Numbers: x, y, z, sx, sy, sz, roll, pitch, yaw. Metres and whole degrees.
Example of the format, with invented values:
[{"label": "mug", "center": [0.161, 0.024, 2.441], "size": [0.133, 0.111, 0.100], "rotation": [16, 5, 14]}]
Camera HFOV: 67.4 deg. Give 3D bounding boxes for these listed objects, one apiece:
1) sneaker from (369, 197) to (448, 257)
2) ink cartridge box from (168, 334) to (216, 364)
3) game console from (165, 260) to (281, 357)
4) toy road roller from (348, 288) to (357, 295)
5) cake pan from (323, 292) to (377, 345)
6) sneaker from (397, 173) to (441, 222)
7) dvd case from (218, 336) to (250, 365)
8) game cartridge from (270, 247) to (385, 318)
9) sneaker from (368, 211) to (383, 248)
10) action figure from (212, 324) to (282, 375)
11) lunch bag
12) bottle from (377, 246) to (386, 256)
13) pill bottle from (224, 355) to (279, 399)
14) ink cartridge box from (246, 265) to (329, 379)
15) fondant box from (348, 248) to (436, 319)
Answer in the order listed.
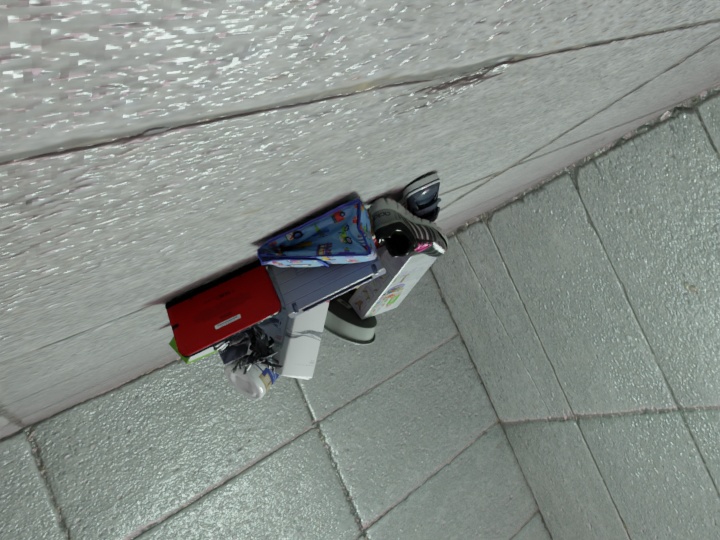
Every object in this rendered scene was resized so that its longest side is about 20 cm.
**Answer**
[{"label": "sneaker", "center": [0.093, -0.057, 1.032], "size": [0.198, 0.089, 0.073], "rotation": [27, 144, -36]}, {"label": "ink cartridge box", "center": [-0.363, 0.119, 1.343], "size": [0.202, 0.075, 0.147], "rotation": [-55, 165, 21]}, {"label": "game console", "center": [-0.255, 0.074, 1.035], "size": [0.197, 0.174, 0.120], "rotation": [-25, 150, -9]}, {"label": "toy road roller", "center": [-0.023, -0.014, 1.366], "size": [0.147, 0.122, 0.200], "rotation": [-54, 175, 25]}, {"label": "cake pan", "center": [-0.044, 0.090, 1.208], "size": [0.037, 0.198, 0.200], "rotation": [-59, 166, 16]}, {"label": "sneaker", "center": [0.124, -0.129, 1.075], "size": [0.077, 0.081, 0.200], "rotation": [-24, 175, -7]}, {"label": "dvd case", "center": [-0.236, 0.095, 1.187], "size": [0.197, 0.151, 0.016], "rotation": [-24, 171, -18]}, {"label": "game cartridge", "center": [-0.065, -0.011, 1.009], "size": [0.197, 0.132, 0.039], "rotation": [-25, 154, 2]}, {"label": "sneaker", "center": [-0.020, -0.058, 1.136], "size": [0.198, 0.072, 0.112], "rotation": [-29, 173, 23]}, {"label": "action figure", "center": [-0.224, 0.142, 1.033], "size": [0.101, 0.120, 0.199], "rotation": [-35, -143, -17]}, {"label": "lunch bag", "center": [-0.079, -0.045, 0.913], "size": [0.195, 0.096, 0.151], "rotation": [-13, 178, 6]}, {"label": "bottle", "center": [0.060, -0.044, 1.242], "size": [0.083, 0.065, 0.203], "rotation": [-32, 150, -49]}, {"label": "pill bottle", "center": [-0.213, 0.186, 1.246], "size": [0.110, 0.111, 0.201], "rotation": [-28, -161, 49]}, {"label": "ink cartridge box", "center": [-0.145, 0.102, 1.103], "size": [0.082, 0.205, 0.145], "rotation": [15, 178, -41]}, {"label": "fondant box", "center": [0.078, 0.010, 1.184], "size": [0.143, 0.058, 0.201], "rotation": [-14, 146, -52]}]
